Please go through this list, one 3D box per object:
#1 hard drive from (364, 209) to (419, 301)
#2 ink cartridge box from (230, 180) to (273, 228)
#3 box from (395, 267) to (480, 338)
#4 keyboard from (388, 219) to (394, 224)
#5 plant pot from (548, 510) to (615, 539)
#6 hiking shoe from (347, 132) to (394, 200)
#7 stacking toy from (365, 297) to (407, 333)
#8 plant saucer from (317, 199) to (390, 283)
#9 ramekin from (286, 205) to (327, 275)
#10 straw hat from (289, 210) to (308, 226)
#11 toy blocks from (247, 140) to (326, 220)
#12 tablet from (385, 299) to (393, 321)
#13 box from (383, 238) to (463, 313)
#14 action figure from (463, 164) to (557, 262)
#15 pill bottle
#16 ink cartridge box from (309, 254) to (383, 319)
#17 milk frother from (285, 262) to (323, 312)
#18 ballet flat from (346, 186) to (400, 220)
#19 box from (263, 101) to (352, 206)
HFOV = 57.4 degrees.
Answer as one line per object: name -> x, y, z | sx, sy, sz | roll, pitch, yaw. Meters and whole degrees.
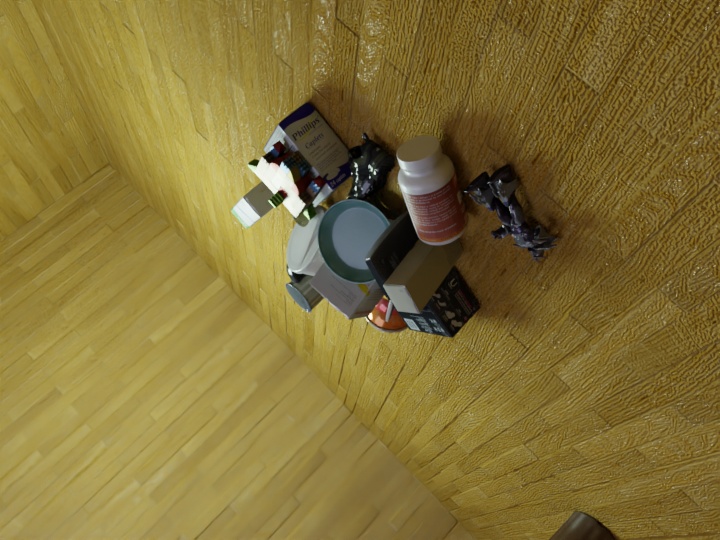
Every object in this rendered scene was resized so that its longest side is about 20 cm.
hard drive -> 0.092, -0.042, 1.453 | 0.042, 0.200, 0.136 | 0, 130, 47
ink cartridge box -> -0.305, -0.218, 2.027 | 0.084, 0.145, 0.200 | 50, 159, -10
box -> 0.175, 0.074, 1.625 | 0.133, 0.115, 0.199 | 53, 161, -17
keyboard -> 0.024, -0.101, 1.559 | 0.198, 0.011, 0.057 | 13, 108, 24
plant pot -> 0.638, 0.838, 1.943 | 0.200, 0.198, 0.201 | 39, 159, 19
hiking shoe -> 0.011, -0.231, 1.487 | 0.101, 0.075, 0.200 | 54, 152, 8
stacking toy -> 0.091, 0.058, 1.806 | 0.146, 0.145, 0.202 | 36, 138, 28
plant saucer -> -0.006, -0.070, 1.542 | 0.197, 0.036, 0.203 | 7, 109, 22
ramekin -> -0.118, -0.075, 1.851 | 0.093, 0.205, 0.202 | 22, 174, -30
straw hat -> -0.135, -0.220, 1.754 | 0.084, 0.202, 0.202 | -11, 131, 16
toy blocks -> -0.164, -0.220, 1.537 | 0.200, 0.100, 0.137 | 47, 148, 0
tablet -> 0.100, 0.013, 1.555 | 0.014, 0.202, 0.130 | 21, 157, 7
box -> 0.138, -0.005, 1.420 | 0.068, 0.200, 0.083 | 2, 132, 46
action figure -> 0.277, -0.090, 1.190 | 0.201, 0.069, 0.130 | 52, 155, -18
pill bottle -> 0.138, -0.156, 1.284 | 0.112, 0.112, 0.201 | 27, 151, 43
ink cartridge box -> 0.000, 0.000, 1.657 | 0.144, 0.201, 0.147 | 39, -169, 17
milk frother -> -0.162, 0.003, 2.075 | 0.181, 0.188, 0.199 | 53, 159, -13
ballet flat -> 0.042, -0.129, 1.587 | 0.200, 0.072, 0.068 | 46, 155, 5
box -> -0.121, -0.277, 1.605 | 0.200, 0.105, 0.184 | 50, 159, -6
